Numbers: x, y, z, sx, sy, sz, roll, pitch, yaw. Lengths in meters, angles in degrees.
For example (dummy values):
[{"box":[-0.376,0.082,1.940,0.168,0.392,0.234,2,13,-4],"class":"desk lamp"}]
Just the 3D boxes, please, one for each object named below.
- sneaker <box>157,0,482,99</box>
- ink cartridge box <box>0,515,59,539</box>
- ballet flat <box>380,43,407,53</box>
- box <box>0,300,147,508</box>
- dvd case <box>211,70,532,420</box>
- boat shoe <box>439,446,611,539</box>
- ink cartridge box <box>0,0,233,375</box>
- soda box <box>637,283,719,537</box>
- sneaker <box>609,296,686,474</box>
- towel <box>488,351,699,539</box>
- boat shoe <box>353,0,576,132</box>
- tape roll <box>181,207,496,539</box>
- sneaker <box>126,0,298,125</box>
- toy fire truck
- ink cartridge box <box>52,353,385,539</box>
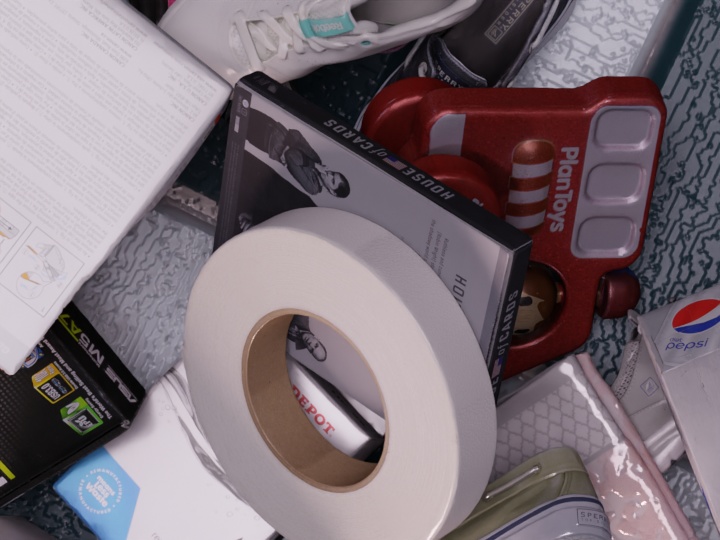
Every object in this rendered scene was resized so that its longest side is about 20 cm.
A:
[{"box":[-0.025,-0.142,1.523,0.199,0.089,0.076,-18,106,2],"class":"sneaker"},{"box":[-0.170,0.254,1.567,0.199,0.146,0.147,30,90,9],"class":"ink cartridge box"},{"box":[-0.046,-0.200,1.587,0.199,0.071,0.069,35,102,-23],"class":"ballet flat"},{"box":[-0.257,0.051,1.575,0.192,0.048,0.200,-31,107,25],"class":"box"},{"box":[0.000,0.000,1.484,0.199,0.025,0.151,33,130,28],"class":"dvd case"},{"box":[0.059,0.167,1.537,0.199,0.072,0.062,-31,49,28],"class":"boat shoe"},{"box":[-0.190,-0.069,1.496,0.162,0.050,0.200,38,89,-3],"class":"ink cartridge box"},{"box":[0.220,0.106,1.514,0.068,0.064,0.201,-22,119,5],"class":"soda box"},{"box":[0.192,0.043,1.566,0.082,0.075,0.200,45,94,6],"class":"sneaker"},{"box":[0.096,0.173,1.566,0.199,0.032,0.192,-33,82,24],"class":"towel"},{"box":[0.056,-0.111,1.598,0.072,0.068,0.200,42,92,8],"class":"boat shoe"},{"box":[-0.015,0.065,1.484,0.202,0.037,0.204,20,123,35],"class":"tape roll"},{"box":[-0.104,-0.111,1.611,0.120,0.084,0.201,-25,76,1],"class":"sneaker"},{"box":[0.085,-0.018,1.554,0.166,0.112,0.201,0,123,-8],"class":"toy fire truck"},{"box":[-0.069,0.099,1.603,0.200,0.067,0.116,-45,82,3],"class":"ink cartridge box"}]
